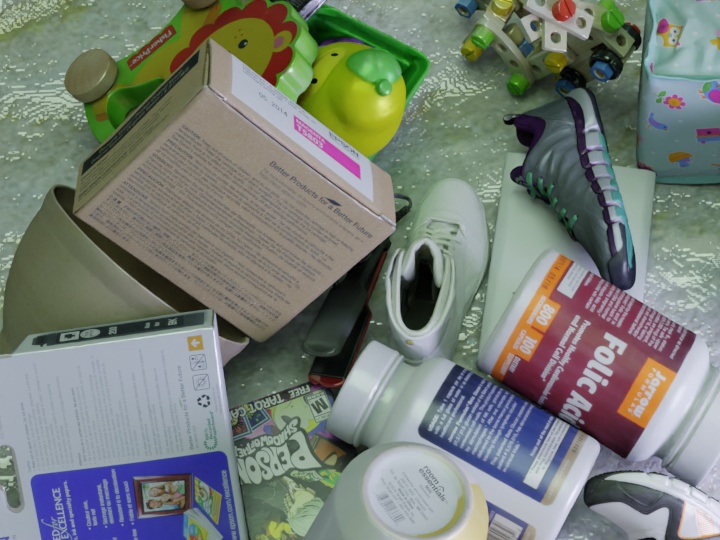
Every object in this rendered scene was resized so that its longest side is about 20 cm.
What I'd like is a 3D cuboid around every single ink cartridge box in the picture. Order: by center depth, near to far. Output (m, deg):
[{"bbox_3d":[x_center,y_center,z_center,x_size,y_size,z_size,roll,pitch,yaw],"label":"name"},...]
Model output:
[{"bbox_3d":[-0.193,0.140,1.540,0.199,0.199,0.043,-8,18,-2],"label":"ink cartridge box"},{"bbox_3d":[-0.097,-0.059,1.590,0.200,0.165,0.075,37,28,-26],"label":"ink cartridge box"}]

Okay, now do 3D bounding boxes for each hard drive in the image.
[{"bbox_3d":[0.176,-0.001,1.726,0.131,0.027,0.201,8,63,4],"label":"hard drive"}]

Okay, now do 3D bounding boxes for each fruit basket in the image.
[{"bbox_3d":[-0.033,-0.135,1.699,0.155,0.216,0.216,27,66,14],"label":"fruit basket"}]

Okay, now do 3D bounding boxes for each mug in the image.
[{"bbox_3d":[0.046,0.209,1.499,0.186,0.154,0.150,14,50,0],"label":"mug"}]

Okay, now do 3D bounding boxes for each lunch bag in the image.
[{"bbox_3d":[0.336,-0.154,1.721,0.199,0.171,0.123,4,61,6],"label":"lunch bag"}]

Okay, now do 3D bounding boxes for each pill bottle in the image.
[{"bbox_3d":[0.078,0.137,1.597,0.199,0.111,0.111,28,66,7],"label":"pill bottle"},{"bbox_3d":[0.204,0.080,1.609,0.199,0.114,0.114,31,67,7],"label":"pill bottle"}]

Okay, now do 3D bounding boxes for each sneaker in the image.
[{"bbox_3d":[0.257,0.216,1.562,0.199,0.074,0.080,27,72,-10],"label":"sneaker"},{"bbox_3d":[0.066,-0.010,1.682,0.073,0.116,0.201,9,61,7],"label":"sneaker"},{"bbox_3d":[0.176,-0.059,1.711,0.087,0.075,0.201,-15,53,8],"label":"sneaker"}]

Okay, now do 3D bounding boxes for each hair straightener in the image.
[{"bbox_3d":[0.000,0.000,1.681,0.041,0.077,0.200,11,49,22],"label":"hair straightener"}]

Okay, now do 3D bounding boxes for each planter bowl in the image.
[{"bbox_3d":[-0.208,0.045,1.628,0.200,0.200,0.135,43,97,20],"label":"planter bowl"}]

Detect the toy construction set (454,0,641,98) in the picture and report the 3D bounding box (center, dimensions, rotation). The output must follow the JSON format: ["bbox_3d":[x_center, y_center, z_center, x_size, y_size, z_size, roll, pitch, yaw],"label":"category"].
[{"bbox_3d":[0.162,-0.209,1.754,0.131,0.200,0.092,42,81,-13],"label":"toy construction set"}]

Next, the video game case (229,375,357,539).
[{"bbox_3d":[-0.088,0.198,1.619,0.199,0.036,0.182,-18,65,-9],"label":"video game case"}]

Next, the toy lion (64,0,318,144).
[{"bbox_3d":[-0.132,-0.156,1.674,0.200,0.069,0.192,-38,44,8],"label":"toy lion"}]

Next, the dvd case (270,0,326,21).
[{"bbox_3d":[-0.129,-0.191,1.762,0.200,0.016,0.149,-46,37,-5],"label":"dvd case"}]
